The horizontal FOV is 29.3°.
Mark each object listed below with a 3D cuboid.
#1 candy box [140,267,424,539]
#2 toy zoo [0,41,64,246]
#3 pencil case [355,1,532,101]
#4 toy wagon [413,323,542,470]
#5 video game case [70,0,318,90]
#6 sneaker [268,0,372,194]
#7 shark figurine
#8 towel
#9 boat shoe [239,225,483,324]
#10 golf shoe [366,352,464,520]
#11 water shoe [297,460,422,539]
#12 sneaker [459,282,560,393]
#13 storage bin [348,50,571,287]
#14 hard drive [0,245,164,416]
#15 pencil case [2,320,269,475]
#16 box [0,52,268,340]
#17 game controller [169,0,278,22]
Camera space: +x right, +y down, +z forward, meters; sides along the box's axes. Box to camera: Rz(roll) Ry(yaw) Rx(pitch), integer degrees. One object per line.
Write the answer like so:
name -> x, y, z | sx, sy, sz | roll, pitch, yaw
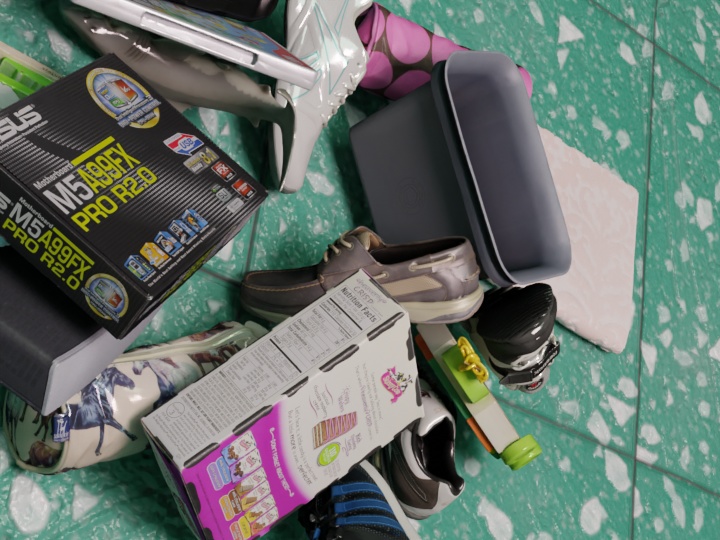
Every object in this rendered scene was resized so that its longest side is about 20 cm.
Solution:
candy box -> -0.051, 0.107, 1.008 | 0.199, 0.061, 0.137 | -33, 143, -18
toy zoo -> -0.233, -0.081, 0.963 | 0.130, 0.020, 0.201 | 28, 33, -22
pencil case -> 0.061, -0.184, 1.281 | 0.199, 0.094, 0.091 | 19, 109, -36
toy wagon -> 0.092, 0.094, 1.161 | 0.156, 0.039, 0.200 | 57, 3, 16
video game case -> -0.143, -0.195, 1.065 | 0.199, 0.143, 0.018 | 17, 104, -29
sneaker -> -0.034, -0.162, 1.163 | 0.079, 0.070, 0.202 | 10, 86, -8
shark figurine -> -0.130, -0.134, 1.089 | 0.213, 0.090, 0.128 | 29, 9, 10
towel -> 0.206, -0.037, 1.393 | 0.199, 0.032, 0.193 | 28, 58, -32
boat shoe -> 0.000, 0.000, 1.114 | 0.075, 0.198, 0.074 | -93, 180, -71
golf shoe -> 0.043, 0.107, 1.163 | 0.077, 0.094, 0.202 | -8, 80, -41
water shoe -> -0.009, 0.198, 1.038 | 0.079, 0.072, 0.200 | 3, 31, -47
sneaker -> 0.140, 0.063, 1.167 | 0.074, 0.200, 0.089 | -30, 94, -2
storage bin -> 0.084, -0.074, 1.203 | 0.145, 0.134, 0.202 | -11, 84, -52
hard drive -> -0.208, 0.003, 0.950 | 0.134, 0.042, 0.200 | 37, 33, 0
pencil case -> -0.155, 0.087, 0.999 | 0.199, 0.090, 0.078 | -11, 46, -42
box -> -0.168, -0.058, 0.943 | 0.160, 0.044, 0.200 | 42, 30, 0
game controller -> -0.117, -0.258, 1.082 | 0.199, 0.042, 0.105 | 3, 117, -58
